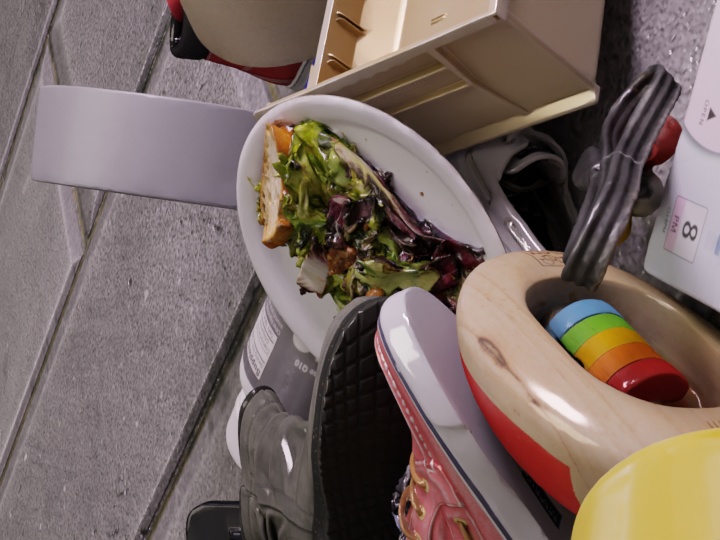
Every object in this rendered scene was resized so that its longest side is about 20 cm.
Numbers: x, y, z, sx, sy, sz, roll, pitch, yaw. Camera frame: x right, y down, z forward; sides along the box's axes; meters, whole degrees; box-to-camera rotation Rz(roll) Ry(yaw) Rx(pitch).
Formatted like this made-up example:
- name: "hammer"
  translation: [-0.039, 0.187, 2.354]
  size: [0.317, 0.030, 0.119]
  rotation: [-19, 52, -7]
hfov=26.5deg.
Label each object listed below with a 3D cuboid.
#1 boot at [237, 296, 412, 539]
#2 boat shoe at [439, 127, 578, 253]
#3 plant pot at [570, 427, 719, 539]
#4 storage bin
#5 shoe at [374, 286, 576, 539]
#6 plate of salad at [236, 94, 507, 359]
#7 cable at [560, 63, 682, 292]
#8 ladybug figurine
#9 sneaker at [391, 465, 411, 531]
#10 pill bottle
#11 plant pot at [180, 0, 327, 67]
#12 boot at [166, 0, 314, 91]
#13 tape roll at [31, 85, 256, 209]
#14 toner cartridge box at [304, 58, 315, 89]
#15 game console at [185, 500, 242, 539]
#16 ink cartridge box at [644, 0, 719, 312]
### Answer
- name: "boot"
  translation: [-0.030, 0.093, 0.839]
  size: [0.130, 0.067, 0.202]
  rotation: [31, 124, 49]
- name: "boat shoe"
  translation: [0.086, -0.049, 0.862]
  size: [0.066, 0.071, 0.201]
  rotation: [-51, 40, 40]
- name: "plant pot"
  translation: [0.144, 0.169, 0.554]
  size: [0.190, 0.199, 0.201]
  rotation: [-87, 22, -45]
- name: "storage bin"
  translation: [0.043, -0.175, 0.861]
  size: [0.197, 0.093, 0.202]
  rotation: [-15, 56, 43]
- name: "shoe"
  translation: [0.044, 0.111, 0.767]
  size: [0.091, 0.201, 0.072]
  rotation: [-29, 10, 26]
- name: "plate of salad"
  translation: [0.000, 0.000, 0.842]
  size: [0.199, 0.048, 0.202]
  rotation: [25, 133, 29]
- name: "cable"
  translation: [0.129, -0.041, 0.704]
  size: [0.098, 0.050, 0.200]
  rotation: [-59, 1, 14]
- name: "ladybug figurine"
  translation: [0.112, 0.058, 0.703]
  size: [0.200, 0.134, 0.073]
  rotation: [-125, 41, -53]
- name: "sneaker"
  translation: [0.044, 0.125, 0.879]
  size: [0.200, 0.081, 0.075]
  rotation: [-54, 37, 44]
- name: "pill bottle"
  translation: [-0.012, 0.044, 0.985]
  size: [0.201, 0.112, 0.114]
  rotation: [-66, 30, 30]
- name: "plant pot"
  translation: [-0.075, -0.269, 1.002]
  size: [0.185, 0.200, 0.189]
  rotation: [-13, 54, 18]
- name: "boot"
  translation: [-0.068, -0.232, 1.152]
  size: [0.201, 0.143, 0.073]
  rotation: [-60, 31, 34]
- name: "tape roll"
  translation: [-0.128, -0.081, 1.064]
  size: [0.200, 0.198, 0.067]
  rotation: [9, 91, 64]
- name: "toner cartridge box"
  translation: [-0.010, -0.108, 1.107]
  size: [0.095, 0.043, 0.202]
  rotation: [56, 132, 52]
- name: "game console"
  translation: [-0.049, 0.253, 0.948]
  size: [0.170, 0.119, 0.203]
  rotation: [-2, 91, 20]
- name: "ink cartridge box"
  translation: [0.207, -0.047, 0.637]
  size: [0.200, 0.056, 0.164]
  rotation: [-139, 61, -66]
